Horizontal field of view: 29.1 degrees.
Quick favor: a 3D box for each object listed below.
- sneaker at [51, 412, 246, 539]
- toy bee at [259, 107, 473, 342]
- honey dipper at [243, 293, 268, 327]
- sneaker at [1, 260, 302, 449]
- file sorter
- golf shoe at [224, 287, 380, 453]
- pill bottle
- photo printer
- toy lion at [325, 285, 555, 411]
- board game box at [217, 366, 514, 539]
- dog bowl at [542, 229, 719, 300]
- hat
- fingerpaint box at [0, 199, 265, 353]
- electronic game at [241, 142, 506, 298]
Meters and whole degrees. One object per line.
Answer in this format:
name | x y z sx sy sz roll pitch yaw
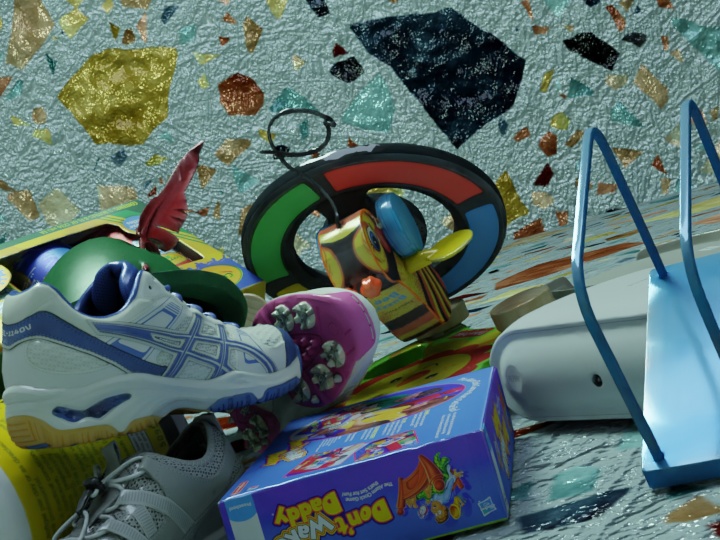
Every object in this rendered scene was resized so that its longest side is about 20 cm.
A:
sneaker | -0.125 0.128 0.685 0.074 0.083 0.200 -15 3 29
toy bee | 0.000 0.000 0.946 0.199 0.109 0.131 26 -55 -30
honey dipper | -0.066 0.062 1.023 0.038 0.038 0.200 -16 -18 1
sneaker | -0.104 0.036 0.743 0.075 0.089 0.199 -10 -2 35
file sorter | 0.204 -0.011 0.605 0.199 0.123 0.139 -14 37 25
golf shoe | -0.027 0.052 0.896 0.091 0.076 0.200 -26 -9 -31
pill bottle | -0.188 0.127 0.745 0.114 0.115 0.200 -14 3 32
photo printer | 0.186 0.037 0.825 0.166 0.070 0.200 -18 4 -33
toy lion | 0.044 0.081 0.984 0.191 0.069 0.200 -26 6 -25
board game box | 0.012 0.104 0.750 0.134 0.045 0.200 -16 3 9
dog bowl | 0.243 0.014 1.075 0.199 0.059 0.200 -16 3 1
hat | -0.175 -0.014 0.892 0.165 0.177 0.200 -28 -23 4
fingerpaint box | -0.197 0.032 1.026 0.199 0.074 0.166 -22 39 -38
electronic game | 0.010 -0.025 1.033 0.198 0.042 0.201 -5 -36 -3
